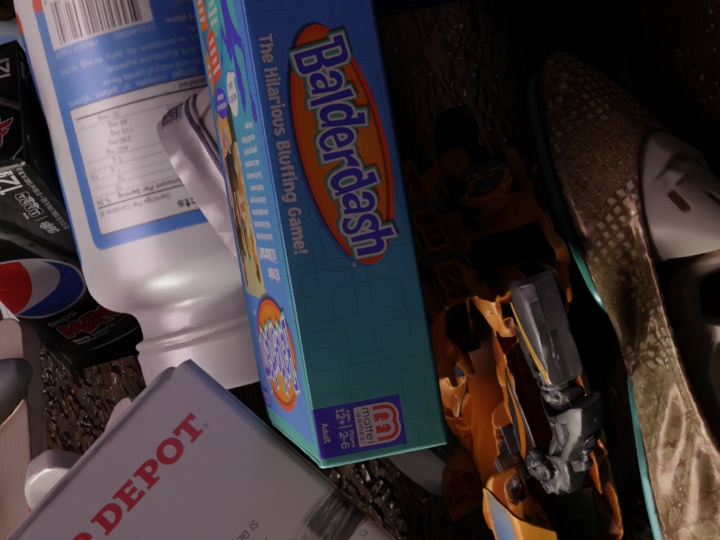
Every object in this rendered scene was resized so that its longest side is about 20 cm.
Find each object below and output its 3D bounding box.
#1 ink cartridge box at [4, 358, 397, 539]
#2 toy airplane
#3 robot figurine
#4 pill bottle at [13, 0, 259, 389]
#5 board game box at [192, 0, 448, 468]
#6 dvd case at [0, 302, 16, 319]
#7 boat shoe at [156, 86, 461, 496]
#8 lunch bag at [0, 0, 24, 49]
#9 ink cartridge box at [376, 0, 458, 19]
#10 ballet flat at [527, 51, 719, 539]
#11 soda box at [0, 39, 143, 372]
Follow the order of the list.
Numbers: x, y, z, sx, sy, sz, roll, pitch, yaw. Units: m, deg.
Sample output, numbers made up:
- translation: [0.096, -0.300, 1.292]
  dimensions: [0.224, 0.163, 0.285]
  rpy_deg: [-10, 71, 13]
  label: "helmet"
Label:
- translation: [-0.041, 0.155, 0.775]
  dimensions: [0.200, 0.145, 0.084]
  rpy_deg: [41, 166, 7]
  label: "ink cartridge box"
- translation: [-0.168, 0.134, 0.941]
  dimensions: [0.200, 0.141, 0.200]
  rpy_deg: [-150, 72, -68]
  label: "toy airplane"
- translation: [0.051, 0.041, 0.744]
  dimensions: [0.145, 0.058, 0.200]
  rpy_deg: [-113, 5, -48]
  label: "robot figurine"
- translation: [-0.081, -0.045, 0.942]
  dimensions: [0.112, 0.112, 0.200]
  rpy_deg: [-12, 92, 60]
  label: "pill bottle"
- translation: [-0.020, -0.042, 0.704]
  dimensions: [0.152, 0.045, 0.200]
  rpy_deg: [-168, 68, -80]
  label: "board game box"
- translation: [-0.193, -0.061, 1.214]
  dimensions: [0.200, 0.025, 0.151]
  rpy_deg: [-37, 72, 59]
  label: "dvd case"
- translation: [0.000, 0.000, 0.863]
  dimensions: [0.200, 0.070, 0.071]
  rpy_deg: [55, -169, -3]
  label: "boat shoe"
- translation: [-0.238, -0.198, 1.066]
  dimensions: [0.124, 0.170, 0.200]
  rpy_deg: [-29, 76, 35]
  label: "lunch bag"
- translation: [-0.020, -0.184, 0.815]
  dimensions: [0.136, 0.076, 0.200]
  rpy_deg: [37, 135, 47]
  label: "ink cartridge box"
- translation: [0.116, 0.014, 0.702]
  dimensions: [0.065, 0.070, 0.200]
  rpy_deg: [-19, 89, 33]
  label: "ballet flat"
- translation: [-0.154, -0.024, 1.012]
  dimensions: [0.200, 0.063, 0.071]
  rpy_deg: [59, -161, -59]
  label: "soda box"
